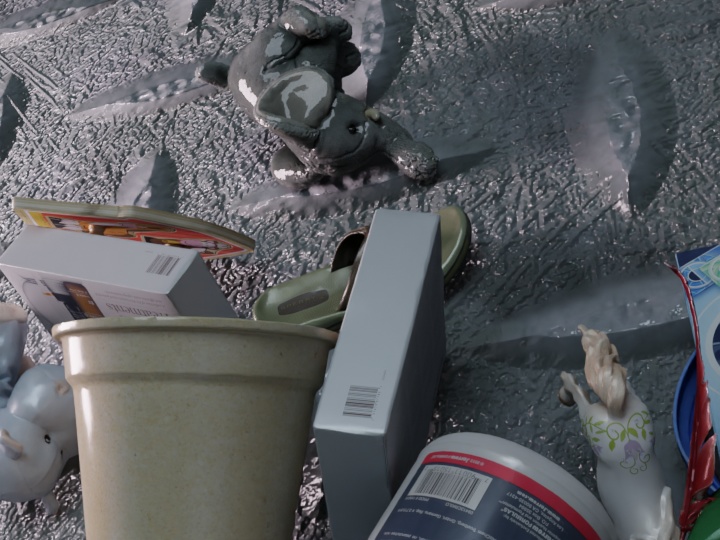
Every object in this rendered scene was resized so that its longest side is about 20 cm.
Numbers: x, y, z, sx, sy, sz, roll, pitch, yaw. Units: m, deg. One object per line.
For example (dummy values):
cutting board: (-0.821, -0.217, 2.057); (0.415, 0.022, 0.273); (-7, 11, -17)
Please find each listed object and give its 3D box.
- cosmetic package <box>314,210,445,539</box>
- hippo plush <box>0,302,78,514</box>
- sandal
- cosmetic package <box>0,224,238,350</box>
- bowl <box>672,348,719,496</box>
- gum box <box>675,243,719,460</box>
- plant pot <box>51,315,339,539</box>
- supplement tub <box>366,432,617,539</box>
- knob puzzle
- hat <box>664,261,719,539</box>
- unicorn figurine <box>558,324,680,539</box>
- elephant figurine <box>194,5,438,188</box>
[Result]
cosmetic package: (0.019, 0.080, 0.946); (0.052, 0.151, 0.200); (4, 46, 13)
hippo plush: (-0.309, 0.115, 1.094); (0.161, 0.159, 0.200); (15, 54, 40)
sandal: (-0.001, 0.001, 1.117); (0.201, 0.057, 0.080); (-24, 39, 3)
cosmetic package: (-0.188, 0.040, 1.116); (0.200, 0.151, 0.052); (8, 53, 36)
bowl: (0.307, 0.094, 0.873); (0.200, 0.039, 0.201); (-16, 40, 14)
gum box: (0.303, 0.049, 0.858); (0.170, 0.045, 0.200); (-15, 41, 15)
plant pot: (-0.115, 0.134, 0.928); (0.200, 0.200, 0.184); (-4, 80, 26)
supplement tub: (0.055, 0.211, 0.803); (0.140, 0.140, 0.200); (10, 52, 37)
knob puzzle: (-0.195, -0.023, 1.195); (0.219, 0.220, 0.030); (-1, 78, 28)
hat: (0.210, 0.146, 0.780); (0.200, 0.166, 0.176); (-54, 26, 13)
unicorn figurine: (0.177, 0.140, 0.837); (0.074, 0.200, 0.137); (-33, 12, 0)
elephant figurine: (-0.043, -0.144, 1.269); (0.155, 0.141, 0.200); (-40, 49, 30)
